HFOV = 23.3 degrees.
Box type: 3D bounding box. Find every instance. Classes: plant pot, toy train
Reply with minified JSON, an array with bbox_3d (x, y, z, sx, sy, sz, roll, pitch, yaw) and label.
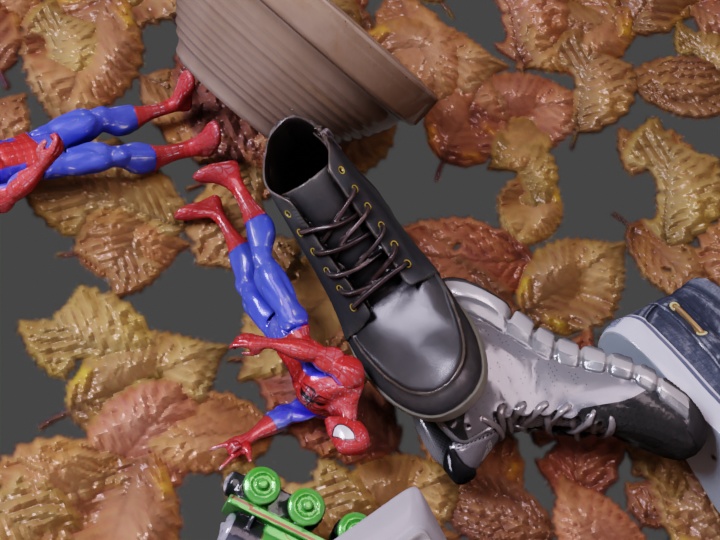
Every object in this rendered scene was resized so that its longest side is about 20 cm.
[{"bbox_3d":[-0.053,-0.144,1.124,0.201,0.201,0.093,43,97,10],"label":"plant pot"},{"bbox_3d":[0.005,0.177,1.009,0.199,0.042,0.057,26,67,-1],"label":"toy train"}]

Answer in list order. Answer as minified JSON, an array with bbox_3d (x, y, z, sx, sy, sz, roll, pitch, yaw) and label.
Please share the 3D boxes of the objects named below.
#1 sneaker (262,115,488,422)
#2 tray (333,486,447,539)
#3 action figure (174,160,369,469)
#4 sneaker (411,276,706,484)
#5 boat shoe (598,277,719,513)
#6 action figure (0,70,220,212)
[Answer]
[{"bbox_3d":[0.000,0.000,1.047,0.075,0.106,0.200,-36,53,3],"label":"sneaker"},{"bbox_3d":[0.042,0.230,0.955,0.107,0.022,0.201,-31,95,-32],"label":"tray"},{"bbox_3d":[-0.069,0.036,1.055,0.099,0.065,0.200,-22,68,-34],"label":"action figure"},{"bbox_3d":[0.105,0.096,1.076,0.199,0.075,0.116,26,60,11],"label":"sneaker"},{"bbox_3d":[0.249,0.092,1.114,0.091,0.071,0.201,-30,70,-25],"label":"boat shoe"},{"bbox_3d":[-0.183,-0.088,1.067,0.199,0.099,0.065,-19,66,-24],"label":"action figure"}]
